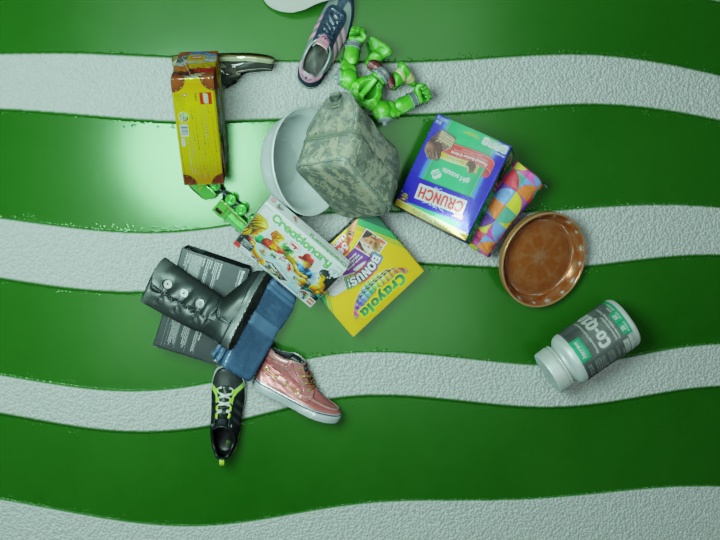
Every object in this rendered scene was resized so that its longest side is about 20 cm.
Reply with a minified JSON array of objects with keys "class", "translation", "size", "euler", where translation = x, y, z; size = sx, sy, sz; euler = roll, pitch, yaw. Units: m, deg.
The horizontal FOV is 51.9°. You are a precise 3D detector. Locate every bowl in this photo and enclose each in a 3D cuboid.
[{"class":"bowl","translation":[-0.129,-0.208,1.432],"size":[0.199,0.089,0.206],"euler":[-4,95,-50]}]

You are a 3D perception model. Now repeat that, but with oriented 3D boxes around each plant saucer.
[{"class":"plant saucer","translation":[0.375,-0.024,1.534],"size":[0.196,0.032,0.204],"euler":[-6,108,-17]}]

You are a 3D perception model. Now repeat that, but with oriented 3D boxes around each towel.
[{"class":"towel","translation":[-0.207,0.113,1.467],"size":[0.202,0.048,0.112],"euler":[-61,142,-14]}]

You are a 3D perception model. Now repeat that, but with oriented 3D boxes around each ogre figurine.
[{"class":"ogre figurine","translation":[0.031,-0.372,1.445],"size":[0.120,0.098,0.200],"euler":[-48,111,-10]}]

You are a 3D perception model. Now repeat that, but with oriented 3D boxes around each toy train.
[{"class":"toy train","translation":[-0.260,-0.125,1.475],"size":[0.200,0.042,0.056],"euler":[44,101,-9]}]

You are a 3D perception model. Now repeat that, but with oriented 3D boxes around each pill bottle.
[{"class":"pill bottle","translation":[0.472,0.161,1.545],"size":[0.198,0.113,0.114],"euler":[-34,99,-1]}]

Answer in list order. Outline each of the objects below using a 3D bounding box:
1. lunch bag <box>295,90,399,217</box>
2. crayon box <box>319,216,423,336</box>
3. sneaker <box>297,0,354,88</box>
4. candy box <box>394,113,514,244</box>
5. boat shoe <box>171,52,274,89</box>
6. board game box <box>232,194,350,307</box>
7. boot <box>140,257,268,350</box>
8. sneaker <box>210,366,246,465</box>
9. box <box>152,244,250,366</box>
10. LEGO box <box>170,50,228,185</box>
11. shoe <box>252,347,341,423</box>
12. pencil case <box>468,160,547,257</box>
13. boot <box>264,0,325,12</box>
[{"class":"lunch bag","translation":[-0.012,-0.217,1.397],"size":[0.200,0.137,0.171],"euler":[42,56,-47]},{"class":"crayon box","translation":[0.000,0.000,1.505],"size":[0.200,0.058,0.173],"euler":[-42,99,1]},{"class":"sneaker","translation":[-0.062,-0.450,1.431],"size":[0.069,0.082,0.203],"euler":[22,94,-7]},{"class":"candy box","translation":[0.185,-0.179,1.463],"size":[0.167,0.077,0.203],"euler":[27,95,19]},{"class":"boat shoe","translation":[-0.264,-0.386,1.430],"size":[0.196,0.072,0.067],"euler":[-2,108,-5]},{"class":"board game box","translation":[-0.132,-0.035,1.418],"size":[0.199,0.035,0.126],"euler":[39,123,-9]},{"class":"boot","translation":[-0.294,0.033,1.400],"size":[0.197,0.066,0.167],"euler":[27,76,9]},{"class":"sneaker","translation":[-0.270,0.293,1.503],"size":[0.070,0.083,0.205],"euler":[1,97,-6]},{"class":"box","translation":[-0.313,0.069,1.473],"size":[0.139,0.079,0.204],"euler":[18,94,-5]},{"class":"LEGO box","translation":[-0.293,-0.280,1.362],"size":[0.075,0.150,0.203],"euler":[-3,123,-5]},{"class":"shoe","translation":[-0.117,0.235,1.516],"size":[0.197,0.072,0.092],"euler":[25,100,-4]},{"class":"pencil case","translation":[0.289,-0.125,1.508],"size":[0.088,0.088,0.201],"euler":[38,93,-9]},{"class":"boot","translation":[-0.089,-0.555,1.429],"size":[0.196,0.091,0.074],"euler":[0,128,19]}]
